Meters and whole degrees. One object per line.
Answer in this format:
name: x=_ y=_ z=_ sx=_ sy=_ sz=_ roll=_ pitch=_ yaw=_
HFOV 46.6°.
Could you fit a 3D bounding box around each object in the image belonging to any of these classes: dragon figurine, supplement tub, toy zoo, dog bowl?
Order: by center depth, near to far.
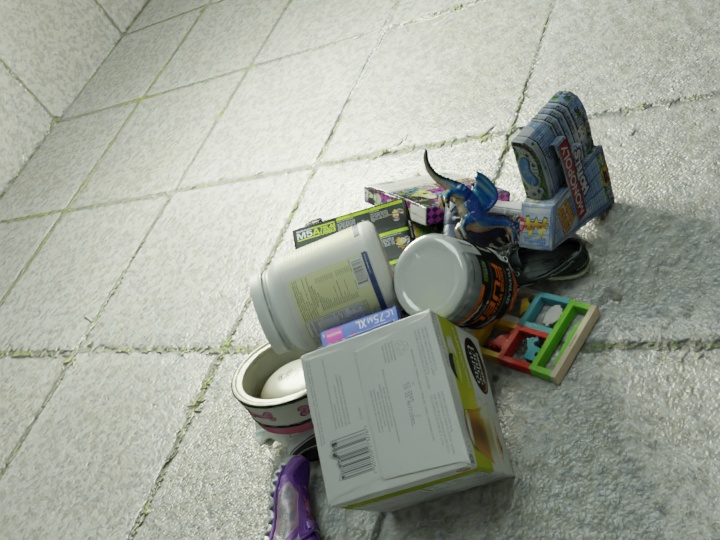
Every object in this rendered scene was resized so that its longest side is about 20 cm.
supplement tub: x=0.143 y=0.020 z=1.193 sx=0.120 sy=0.199 sz=0.126 roll=-4 pitch=83 yaw=33
supplement tub: x=-0.049 y=0.029 z=1.218 sx=0.196 sy=0.146 sz=0.146 roll=-21 pitch=39 yaw=4
toy zoo: x=0.248 y=0.088 z=1.268 sx=0.198 sy=0.021 sz=0.132 roll=15 pitch=62 yaw=47
dragon figurine: x=0.177 y=-0.113 z=1.302 sx=0.098 sy=0.202 sz=0.059 roll=-30 pitch=-7 yaw=-9
dog bowl: x=-0.099 y=0.175 z=1.309 sx=0.196 sy=0.075 sz=0.201 roll=-16 pitch=27 yaw=8

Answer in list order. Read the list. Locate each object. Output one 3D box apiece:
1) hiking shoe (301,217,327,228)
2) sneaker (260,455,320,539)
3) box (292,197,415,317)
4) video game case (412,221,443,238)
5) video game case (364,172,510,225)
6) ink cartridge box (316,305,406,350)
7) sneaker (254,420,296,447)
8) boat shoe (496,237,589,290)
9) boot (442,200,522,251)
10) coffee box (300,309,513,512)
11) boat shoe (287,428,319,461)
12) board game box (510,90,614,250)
hiking shoe: x=-0.021 y=-0.006 z=1.422 sx=0.075 sy=0.101 sz=0.200 roll=-39 pitch=56 yaw=-8
sneaker: x=-0.094 y=0.371 z=1.224 sx=0.087 sy=0.081 sz=0.203 roll=-6 pitch=52 yaw=26
box: x=0.000 y=0.000 z=1.326 sx=0.196 sy=0.048 sz=0.196 roll=-16 pitch=60 yaw=7
video game case: x=0.133 y=-0.011 z=1.374 sx=0.178 sy=0.023 sz=0.203 roll=3 pitch=50 yaw=10
video game case: x=0.135 y=-0.131 z=1.486 sx=0.197 sy=0.037 sz=0.180 roll=-13 pitch=24 yaw=-34
ink cartridge box: x=0.021 y=0.103 z=1.190 sx=0.117 sy=0.200 sz=0.043 roll=-20 pitch=68 yaw=14
sneaker: x=-0.086 y=0.248 z=1.356 sx=0.196 sy=0.070 sz=0.082 roll=-8 pitch=72 yaw=27
boat shoe: x=0.254 y=-0.011 z=1.284 sx=0.195 sy=0.066 sz=0.076 roll=-5 pitch=64 yaw=11
boot: x=0.228 y=-0.062 z=1.358 sx=0.195 sy=0.073 sz=0.092 roll=11 pitch=71 yaw=2
coffee box: x=0.066 y=0.196 z=1.116 sx=0.197 sy=0.197 sz=0.204 roll=-22 pitch=65 yaw=20
boat shoe: x=-0.023 y=0.265 z=1.282 sx=0.197 sy=0.070 sz=0.067 roll=-23 pitch=54 yaw=12
board game box: x=0.301 y=-0.134 z=1.272 sx=0.061 sy=0.202 sz=0.200 roll=8 pitch=43 yaw=42
